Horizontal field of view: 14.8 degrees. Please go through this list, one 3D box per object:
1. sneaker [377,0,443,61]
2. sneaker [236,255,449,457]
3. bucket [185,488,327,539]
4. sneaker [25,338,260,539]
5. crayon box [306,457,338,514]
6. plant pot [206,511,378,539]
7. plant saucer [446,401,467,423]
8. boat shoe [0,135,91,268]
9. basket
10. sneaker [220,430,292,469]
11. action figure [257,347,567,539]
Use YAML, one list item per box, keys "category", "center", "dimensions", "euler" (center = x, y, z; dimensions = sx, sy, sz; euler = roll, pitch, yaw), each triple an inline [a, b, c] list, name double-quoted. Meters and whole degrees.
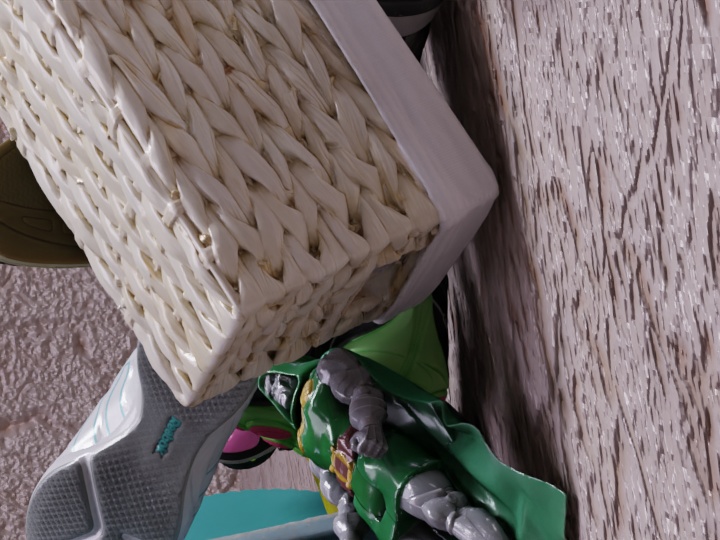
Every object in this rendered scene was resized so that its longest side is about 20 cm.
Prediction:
- category: "sneaker"
  center: [-0.011, -0.141, 1.220]
  dimensions: [0.201, 0.066, 0.091]
  euler: [-108, 20, -47]
- category: "sneaker"
  center: [-0.007, 0.039, 1.290]
  dimensions: [0.200, 0.076, 0.084]
  euler: [-22, 49, 60]
- category: "bucket"
  center: [-0.053, 0.219, 1.582]
  dimensions: [0.207, 0.205, 0.136]
  euler: [-117, 23, -71]
- category: "sneaker"
  center: [-0.086, 0.070, 1.274]
  dimensions: [0.201, 0.070, 0.080]
  euler: [-55, 1, 31]
- category: "crayon box"
  center: [-0.007, 0.067, 1.589]
  dimensions: [0.200, 0.050, 0.128]
  euler: [-116, 19, -69]
- category: "plant pot"
  center: [-0.040, 0.239, 1.294]
  dimensions: [0.200, 0.194, 0.198]
  euler: [77, -178, -72]
- category: "plant saucer"
  center: [0.048, 0.150, 1.309]
  dimensions: [0.200, 0.027, 0.202]
  euler: [170, 90, -83]
- category: "boat shoe"
  center: [-0.090, -0.037, 1.228]
  dimensions: [0.072, 0.200, 0.066]
  euler: [64, 148, 10]
- category: "basket"
  center: [-0.059, -0.061, 1.128]
  dimensions: [0.201, 0.123, 0.136]
  euler: [56, 156, 10]
- category: "sneaker"
  center: [-0.063, 0.077, 1.561]
  dimensions: [0.200, 0.073, 0.088]
  euler: [-102, 6, -72]
- category: "action figure"
  center: [0.015, 0.090, 1.138]
  dimensions: [0.200, 0.054, 0.119]
  euler: [43, 135, 47]
